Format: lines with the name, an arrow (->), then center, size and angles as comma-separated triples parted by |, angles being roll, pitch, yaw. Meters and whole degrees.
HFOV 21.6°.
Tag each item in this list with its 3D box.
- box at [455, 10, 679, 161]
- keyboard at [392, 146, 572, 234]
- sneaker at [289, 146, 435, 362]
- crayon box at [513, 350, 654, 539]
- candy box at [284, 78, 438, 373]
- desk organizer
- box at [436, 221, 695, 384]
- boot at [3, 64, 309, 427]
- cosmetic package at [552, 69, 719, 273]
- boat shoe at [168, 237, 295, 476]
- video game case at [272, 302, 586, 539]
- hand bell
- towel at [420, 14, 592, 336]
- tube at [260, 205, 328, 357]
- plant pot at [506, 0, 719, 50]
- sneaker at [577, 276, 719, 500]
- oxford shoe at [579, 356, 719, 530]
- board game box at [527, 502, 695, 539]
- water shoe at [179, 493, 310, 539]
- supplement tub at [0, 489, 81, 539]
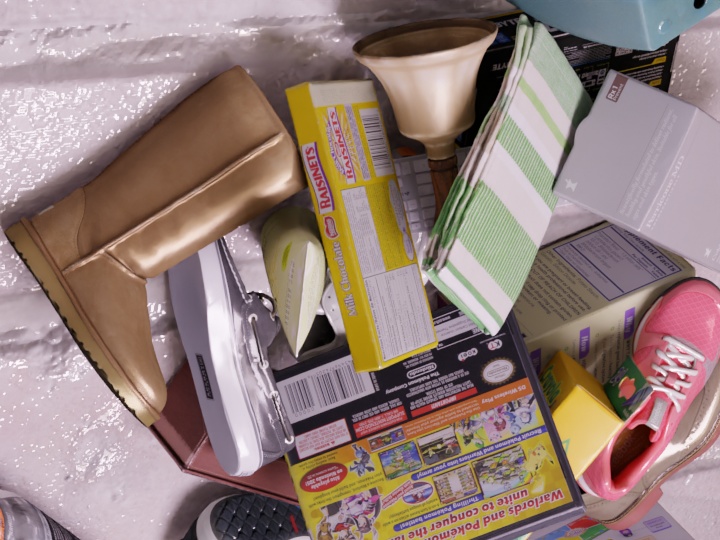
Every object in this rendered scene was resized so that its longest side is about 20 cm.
box -> 0.150, -0.128, 1.464 | 0.200, 0.049, 0.160 | -16, 132, -27
keyboard -> 0.071, -0.062, 1.399 | 0.199, 0.011, 0.056 | -11, 97, -25
sneaker -> 0.000, 0.000, 1.438 | 0.092, 0.076, 0.201 | 1, 117, -25
crayon box -> 0.136, 0.140, 1.464 | 0.052, 0.126, 0.200 | 39, 97, -6
candy box -> 0.002, -0.034, 1.318 | 0.102, 0.026, 0.201 | -14, 91, -61
desk organizer -> -0.066, 0.130, 1.487 | 0.200, 0.072, 0.077 | 24, 104, -45
box -> 0.173, 0.075, 1.602 | 0.200, 0.097, 0.176 | -22, 132, -21
boot -> -0.117, -0.016, 1.289 | 0.200, 0.066, 0.175 | -34, 96, -9
cosmetic package -> 0.238, -0.073, 1.457 | 0.200, 0.090, 0.107 | 14, 101, -61
boat shoe -> -0.088, 0.049, 1.373 | 0.066, 0.070, 0.201 | -18, 101, -27
video game case -> 0.044, 0.129, 1.401 | 0.199, 0.181, 0.026 | -21, 159, 6
hand bell -> 0.061, -0.072, 1.356 | 0.104, 0.104, 0.201 | -19, 112, -24
towel -> 0.108, -0.064, 1.357 | 0.153, 0.023, 0.200 | 43, 66, -59
tube -> -0.044, -0.004, 1.315 | 0.052, 0.200, 0.058 | -35, 103, 4
plant pot -> 0.164, -0.244, 1.275 | 0.141, 0.200, 0.142 | -33, 136, -11
sneaker -> 0.242, 0.101, 1.511 | 0.074, 0.087, 0.201 | 27, 94, -4
oxford shoe -> 0.245, 0.131, 1.579 | 0.075, 0.070, 0.200 | 24, 104, -38
board game box -> 0.209, 0.242, 1.681 | 0.153, 0.200, 0.040 | -11, 128, -29
water shoe -> -0.068, 0.222, 1.574 | 0.200, 0.072, 0.079 | 10, 143, -42
supplement tub -> -0.255, 0.241, 1.395 | 0.122, 0.123, 0.200 | -42, 137, -2
